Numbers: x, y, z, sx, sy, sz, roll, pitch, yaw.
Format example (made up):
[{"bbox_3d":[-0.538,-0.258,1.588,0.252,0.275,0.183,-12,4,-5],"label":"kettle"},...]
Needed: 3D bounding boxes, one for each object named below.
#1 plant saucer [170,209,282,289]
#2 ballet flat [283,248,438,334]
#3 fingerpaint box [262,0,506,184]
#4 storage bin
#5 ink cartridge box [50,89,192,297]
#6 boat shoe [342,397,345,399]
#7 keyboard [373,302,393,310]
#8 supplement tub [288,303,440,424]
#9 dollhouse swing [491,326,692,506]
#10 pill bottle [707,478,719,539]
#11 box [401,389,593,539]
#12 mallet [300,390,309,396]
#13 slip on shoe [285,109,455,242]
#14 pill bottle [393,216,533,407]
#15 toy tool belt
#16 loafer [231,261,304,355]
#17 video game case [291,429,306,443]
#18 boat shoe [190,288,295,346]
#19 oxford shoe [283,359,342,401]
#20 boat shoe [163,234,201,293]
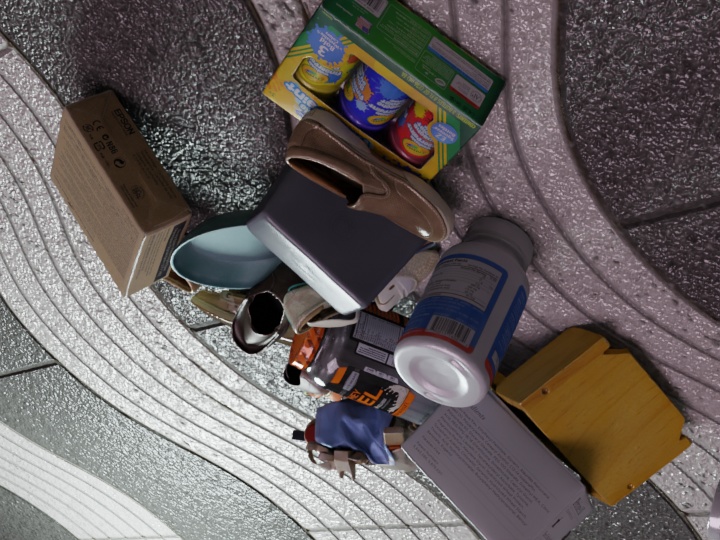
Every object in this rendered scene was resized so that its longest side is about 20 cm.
[{"bbox_3d":[-0.139,-0.030,1.610,0.197,0.036,0.200,-5,158,-2],"label":"plant saucer"},{"bbox_3d":[0.006,0.030,1.541,0.198,0.063,0.068,-18,153,7],"label":"ballet flat"},{"bbox_3d":[0.020,-0.187,1.322,0.199,0.074,0.167,36,146,-8],"label":"fingerpaint box"},{"bbox_3d":[-0.029,-0.052,1.447,0.200,0.135,0.145,43,161,-9],"label":"storage bin"},{"bbox_3d":[-0.303,-0.095,1.610,0.201,0.075,0.165,56,149,13],"label":"ink cartridge box"},{"bbox_3d":[0.047,0.207,1.808,0.198,0.070,0.071,-9,128,42],"label":"boat shoe"},{"bbox_3d":[0.000,0.000,1.607,0.103,0.040,0.201,25,147,8],"label":"keyboard"},{"bbox_3d":[0.017,0.108,1.625,0.198,0.124,0.123,21,147,-11],"label":"supplement tub"},{"bbox_3d":[0.272,0.158,1.610,0.181,0.176,0.200,-39,113,10],"label":"dollhouse swing"},{"bbox_3d":[0.525,0.311,1.546,0.198,0.113,0.113,14,143,23],"label":"pill bottle"},{"bbox_3d":[0.176,0.260,1.615,0.200,0.131,0.199,45,177,22],"label":"box"},{"bbox_3d":[-0.022,0.162,1.839,0.066,0.041,0.200,35,151,-12],"label":"mallet"},{"bbox_3d":[0.009,-0.085,1.344,0.199,0.061,0.076,39,149,-15],"label":"slip on shoe"},{"bbox_3d":[0.122,0.041,1.423,0.111,0.201,0.113,20,144,15],"label":"pill bottle"},{"bbox_3d":[-0.009,0.217,1.727,0.198,0.127,0.123,-5,170,28],"label":"toy tool belt"},{"bbox_3d":[-0.127,0.053,1.650,0.073,0.071,0.200,43,141,5],"label":"loafer"},{"bbox_3d":[0.019,0.256,1.877,0.198,0.019,0.142,-1,167,36],"label":"video game case"},{"bbox_3d":[-0.143,0.055,1.777,0.198,0.063,0.073,16,170,24],"label":"boat shoe"},{"bbox_3d":[-0.071,0.133,1.757,0.072,0.072,0.200,17,173,-15],"label":"oxford shoe"},{"bbox_3d":[-0.296,-0.030,1.762,0.198,0.070,0.074,22,145,11],"label":"boat shoe"}]
